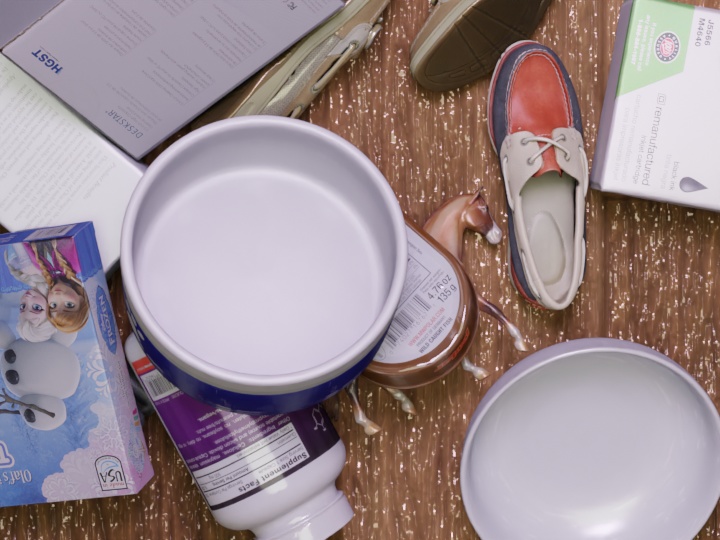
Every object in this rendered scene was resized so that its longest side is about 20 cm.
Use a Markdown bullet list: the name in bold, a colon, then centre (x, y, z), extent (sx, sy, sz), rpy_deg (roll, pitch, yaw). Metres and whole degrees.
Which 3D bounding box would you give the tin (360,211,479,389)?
- **tin**: centre (0.000, 0.000, 1.478), extent (0.200, 0.042, 0.112), rpy_deg (41, 81, 22)

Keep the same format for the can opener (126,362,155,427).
- **can opener**: centre (-0.236, 0.047, 1.501), extent (0.200, 0.067, 0.053), rpy_deg (35, 57, 1)

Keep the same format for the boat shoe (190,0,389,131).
- **boat shoe**: centre (-0.038, -0.159, 1.487), extent (0.201, 0.073, 0.063), rpy_deg (-48, 127, -1)

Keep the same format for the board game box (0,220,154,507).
- **board game box**: centre (-0.270, 0.076, 1.476), extent (0.199, 0.043, 0.200), rpy_deg (-8, 106, 18)

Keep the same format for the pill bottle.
- **pill bottle**: centre (-0.085, 0.112, 1.486), extent (0.112, 0.112, 0.201), rpy_deg (-28, 93, 2)

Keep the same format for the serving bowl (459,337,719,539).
- **serving bowl**: centre (0.170, 0.134, 1.495), extent (0.199, 0.066, 0.201), rpy_deg (-1, 114, -3)

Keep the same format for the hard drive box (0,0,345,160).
- **hard drive box**: centre (-0.138, -0.194, 1.417), extent (0.200, 0.077, 0.156), rpy_deg (-34, 136, 15)

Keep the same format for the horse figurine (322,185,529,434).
- **horse figurine**: centre (0.033, 0.038, 1.508), extent (0.199, 0.050, 0.133), rpy_deg (-29, 80, 8)

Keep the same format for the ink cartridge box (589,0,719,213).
- **ink cartridge box**: centre (0.282, -0.114, 1.482), extent (0.199, 0.084, 0.147), rpy_deg (10, 94, 0)

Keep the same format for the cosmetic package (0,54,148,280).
- **cosmetic package**: centre (-0.243, -0.084, 1.495), extent (0.200, 0.071, 0.102), rpy_deg (42, 93, -2)

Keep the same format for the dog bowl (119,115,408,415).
- **dog bowl**: centre (-0.069, -0.003, 1.403), extent (0.199, 0.079, 0.201), rpy_deg (2, 69, -6)

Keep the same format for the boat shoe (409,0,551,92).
- **boat shoe**: centre (0.105, -0.220, 1.493), extent (0.201, 0.073, 0.063), rpy_deg (-49, 50, 7)

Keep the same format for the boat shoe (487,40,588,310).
- **boat shoe**: centre (0.136, -0.070, 1.489), extent (0.071, 0.063, 0.201), rpy_deg (-4, 98, -7)
